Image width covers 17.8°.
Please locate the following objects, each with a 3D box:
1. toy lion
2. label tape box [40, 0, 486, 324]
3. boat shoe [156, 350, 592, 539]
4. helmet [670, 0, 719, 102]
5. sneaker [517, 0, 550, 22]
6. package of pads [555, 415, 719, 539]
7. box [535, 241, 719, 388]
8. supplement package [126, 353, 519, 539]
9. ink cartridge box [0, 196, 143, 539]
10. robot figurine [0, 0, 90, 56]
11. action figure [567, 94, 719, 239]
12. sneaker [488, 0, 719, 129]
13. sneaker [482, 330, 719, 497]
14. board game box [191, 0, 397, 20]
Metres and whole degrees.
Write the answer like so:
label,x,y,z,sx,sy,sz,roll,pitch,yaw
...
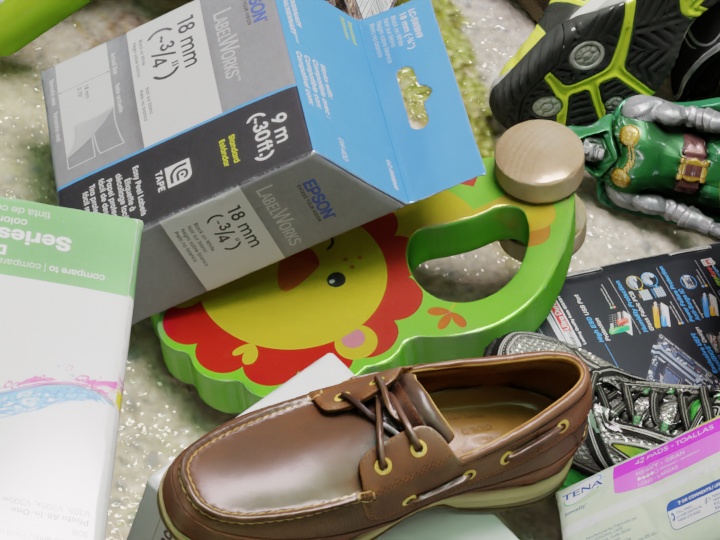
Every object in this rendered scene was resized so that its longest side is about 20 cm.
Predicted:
label,x,y,z,sx,sy,sz,roll,pitch,yaw
toy lion,0.000,0.000,1.152,0.198,0.069,0.193,11,52,14
label tape box,-0.053,-0.075,1.136,0.199,0.063,0.145,-23,46,9
boat shoe,0.010,0.070,0.962,0.199,0.068,0.072,-10,56,-27
helmet,0.271,-0.180,1.338,0.198,0.200,0.192,15,66,-7
sneaker,0.095,-0.208,1.362,0.199,0.076,0.070,37,51,12
package of pads,0.202,0.134,1.018,0.200,0.154,0.069,44,28,-39
box,0.177,0.083,1.178,0.158,0.046,0.201,-11,57,-26
supplement package,0.001,0.160,1.010,0.117,0.118,0.200,-33,69,-35
ink cartridge box,-0.153,0.091,0.993,0.087,0.146,0.201,9,51,-11
robot figurine,-0.197,-0.203,1.232,0.199,0.116,0.177,-16,79,-29
action figure,0.205,-0.055,1.271,0.198,0.119,0.055,8,17,0
sneaker,0.148,-0.154,1.279,0.075,0.200,0.077,33,23,-36
sneaker,0.151,0.076,1.089,0.199,0.085,0.078,24,50,3
board game box,-0.043,-0.239,1.247,0.096,0.201,0.160,-1,42,26
